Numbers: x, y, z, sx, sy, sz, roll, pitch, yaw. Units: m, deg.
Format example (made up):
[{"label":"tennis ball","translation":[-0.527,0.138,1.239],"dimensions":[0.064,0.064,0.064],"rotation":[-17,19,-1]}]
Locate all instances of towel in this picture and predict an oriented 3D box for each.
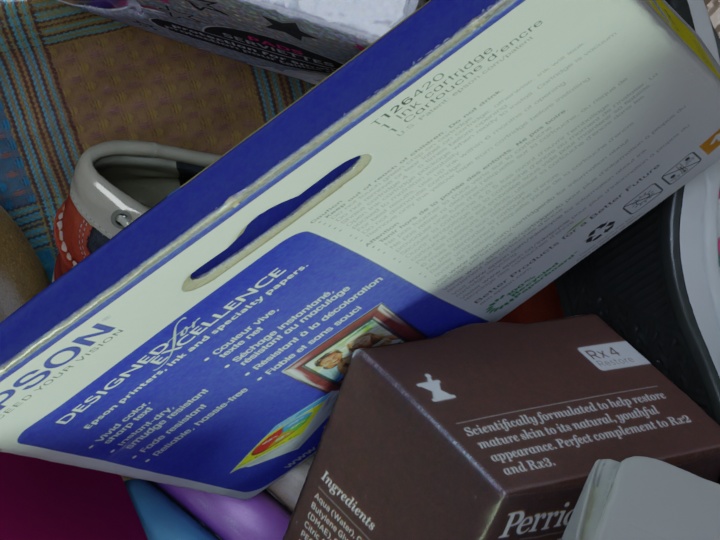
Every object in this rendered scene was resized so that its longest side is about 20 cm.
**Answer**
[{"label":"towel","translation":[-0.082,-0.038,0.778],"dimensions":[0.200,0.147,0.022],"rotation":[-12,41,3]}]

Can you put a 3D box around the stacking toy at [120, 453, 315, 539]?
[{"label":"stacking toy","translation":[-0.083,0.132,0.764],"dimensions":[0.085,0.085,0.200],"rotation":[39,80,8]}]

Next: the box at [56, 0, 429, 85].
[{"label":"box","translation":[-0.057,-0.140,0.672],"dimensions":[0.200,0.115,0.132],"rotation":[18,88,8]}]

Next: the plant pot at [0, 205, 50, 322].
[{"label":"plant pot","translation":[-0.194,0.043,0.768],"dimensions":[0.200,0.027,0.200],"rotation":[-5,117,-11]}]

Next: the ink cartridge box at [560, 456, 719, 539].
[{"label":"ink cartridge box","translation":[0.088,0.168,0.592],"dimensions":[0.144,0.084,0.200],"rotation":[21,110,5]}]

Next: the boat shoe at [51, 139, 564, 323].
[{"label":"boat shoe","translation":[0.000,0.000,0.765],"dimensions":[0.200,0.063,0.071],"rotation":[9,44,-9]}]

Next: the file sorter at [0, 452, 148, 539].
[{"label":"file sorter","translation":[-0.143,0.100,0.673],"dimensions":[0.125,0.200,0.139],"rotation":[-43,123,7]}]

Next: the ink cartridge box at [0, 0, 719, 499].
[{"label":"ink cartridge box","translation":[-0.003,-0.015,0.629],"dimensions":[0.197,0.200,0.047],"rotation":[-35,68,12]}]

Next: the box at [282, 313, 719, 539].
[{"label":"box","translation":[0.024,0.116,0.712],"dimensions":[0.075,0.100,0.200],"rotation":[42,125,37]}]

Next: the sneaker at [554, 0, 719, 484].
[{"label":"sneaker","translation":[0.129,-0.005,0.758],"dimensions":[0.084,0.121,0.200],"rotation":[-17,76,47]}]
